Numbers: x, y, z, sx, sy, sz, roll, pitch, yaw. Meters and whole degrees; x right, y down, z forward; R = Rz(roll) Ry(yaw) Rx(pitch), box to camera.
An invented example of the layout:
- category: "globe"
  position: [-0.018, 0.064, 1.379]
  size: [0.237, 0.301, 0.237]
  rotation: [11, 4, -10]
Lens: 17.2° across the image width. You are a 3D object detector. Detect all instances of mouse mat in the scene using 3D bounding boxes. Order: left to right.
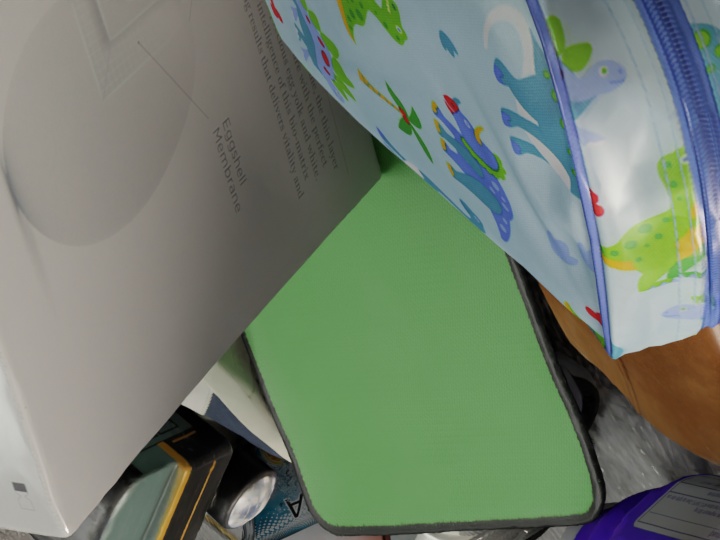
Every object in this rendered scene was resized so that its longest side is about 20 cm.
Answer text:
- category: "mouse mat"
  position: [0.000, 0.000, 0.827]
  size: [0.161, 0.008, 0.200]
  rotation: [-10, 105, 51]

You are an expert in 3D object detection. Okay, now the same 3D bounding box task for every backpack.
- category: "backpack"
  position: [0.043, -0.079, 0.450]
  size: [0.200, 0.154, 0.163]
  rotation: [33, 151, 27]

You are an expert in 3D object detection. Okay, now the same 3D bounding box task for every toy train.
- category: "toy train"
  position: [-0.128, 0.044, 0.981]
  size: [0.200, 0.114, 0.085]
  rotation: [38, 121, 20]

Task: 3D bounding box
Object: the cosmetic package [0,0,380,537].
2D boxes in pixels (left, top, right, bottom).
- category: "cosmetic package"
  position: [-0.108, -0.065, 0.707]
  size: [0.123, 0.200, 0.200]
  rotation: [5, 125, 31]

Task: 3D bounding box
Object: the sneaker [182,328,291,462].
- category: "sneaker"
  position: [-0.080, 0.018, 0.918]
  size: [0.084, 0.075, 0.200]
  rotation: [-14, 140, 38]

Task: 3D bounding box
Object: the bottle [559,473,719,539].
- category: "bottle"
  position: [0.117, 0.105, 0.746]
  size: [0.084, 0.065, 0.200]
  rotation: [51, 168, -10]

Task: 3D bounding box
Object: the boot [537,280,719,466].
- category: "boot"
  position: [0.045, -0.049, 0.689]
  size: [0.188, 0.068, 0.200]
  rotation: [32, 162, 41]

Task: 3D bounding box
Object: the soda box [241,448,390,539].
- category: "soda box"
  position: [0.001, 0.125, 1.081]
  size: [0.200, 0.068, 0.064]
  rotation: [63, -151, -66]

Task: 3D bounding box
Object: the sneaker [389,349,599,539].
- category: "sneaker"
  position: [0.030, 0.047, 0.923]
  size: [0.116, 0.075, 0.200]
  rotation: [55, 157, 19]
